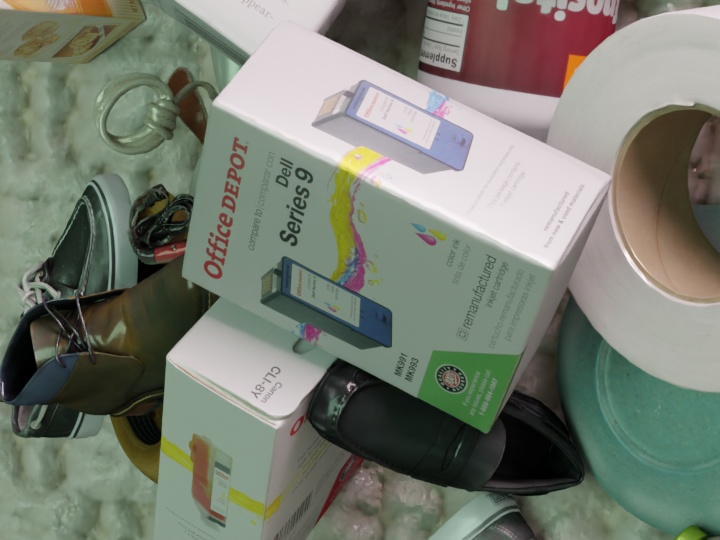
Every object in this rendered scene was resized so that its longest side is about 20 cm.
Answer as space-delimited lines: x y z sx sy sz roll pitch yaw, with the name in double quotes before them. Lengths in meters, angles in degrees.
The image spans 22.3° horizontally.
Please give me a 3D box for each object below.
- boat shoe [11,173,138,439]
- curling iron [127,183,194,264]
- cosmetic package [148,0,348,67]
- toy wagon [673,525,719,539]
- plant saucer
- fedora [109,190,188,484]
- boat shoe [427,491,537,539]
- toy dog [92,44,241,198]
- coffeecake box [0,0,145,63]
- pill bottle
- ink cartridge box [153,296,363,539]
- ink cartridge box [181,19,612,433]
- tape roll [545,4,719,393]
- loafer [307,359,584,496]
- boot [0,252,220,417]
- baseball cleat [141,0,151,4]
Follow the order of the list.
"boat shoe" -0.201 0.027 1.242 0.074 0.068 0.200 53 135 46
"curling iron" -0.057 -0.032 1.135 0.199 0.026 0.050 -3 101 20
"cosmetic package" -0.055 -0.235 1.077 0.165 0.165 0.200 35 89 -5
"toy wagon" 0.236 0.211 1.039 0.155 0.040 0.200 37 114 24
"plant saucer" 0.193 0.063 1.064 0.200 0.039 0.202 4 96 36
"fedora" -0.114 0.046 1.244 0.200 0.082 0.202 2 92 61
"boat shoe" 0.045 0.227 1.171 0.200 0.070 0.066 -48 65 20
"toy dog" -0.081 -0.136 1.212 0.132 0.096 0.200 33 90 -6
"coffeecake box" -0.266 -0.230 1.278 0.073 0.200 0.154 -30 76 34
"pill bottle" 0.094 -0.146 1.076 0.113 0.113 0.201 16 103 34
"ink cartridge box" -0.052 0.086 1.122 0.083 0.145 0.200 29 141 15
"ink cartridge box" 0.013 -0.023 0.986 0.199 0.088 0.146 28 139 10
"tape roll" 0.194 -0.041 0.965 0.202 0.071 0.203 15 111 44
"loafer" 0.056 0.093 1.066 0.070 0.200 0.068 37 105 46
"boot" -0.156 0.045 1.132 0.200 0.097 0.075 -48 50 53
"baseball cleat" -0.126 -0.287 1.264 0.106 0.070 0.201 -1 102 29
